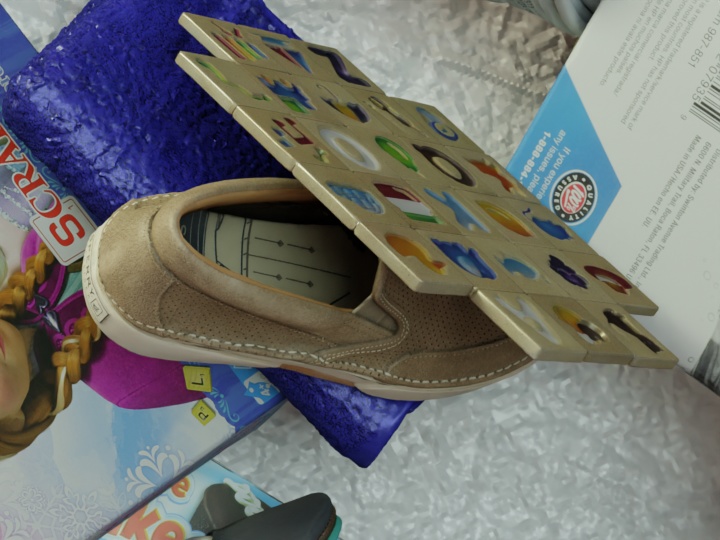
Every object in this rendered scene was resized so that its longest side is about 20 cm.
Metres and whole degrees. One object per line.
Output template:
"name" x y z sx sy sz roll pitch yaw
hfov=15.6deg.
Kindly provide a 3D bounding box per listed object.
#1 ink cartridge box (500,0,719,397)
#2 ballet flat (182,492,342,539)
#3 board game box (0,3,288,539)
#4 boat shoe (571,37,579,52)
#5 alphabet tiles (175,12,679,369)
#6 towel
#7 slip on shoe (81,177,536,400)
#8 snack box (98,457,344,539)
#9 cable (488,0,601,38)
"ink cartridge box" 0.171 -0.027 1.031 0.200 0.084 0.145 36 112 16
"ballet flat" -0.084 0.151 0.949 0.073 0.073 0.200 36 76 -10
"board game box" -0.153 0.018 0.956 0.200 0.041 0.199 51 49 4
"boat shoe" 0.174 -0.040 1.118 0.200 0.065 0.071 45 69 -7
"alphabet tiles" 0.024 -0.029 0.960 0.200 0.166 0.006 44 110 28
"towel" -0.034 -0.035 1.018 0.200 0.050 0.148 43 36 -8
"slip on shoe" 0.000 0.000 0.950 0.200 0.061 0.076 8 64 -29
"snack box" -0.113 0.107 1.003 0.200 0.037 0.116 32 70 -12
"cable" 0.100 -0.195 1.056 0.069 0.200 0.200 19 51 24
